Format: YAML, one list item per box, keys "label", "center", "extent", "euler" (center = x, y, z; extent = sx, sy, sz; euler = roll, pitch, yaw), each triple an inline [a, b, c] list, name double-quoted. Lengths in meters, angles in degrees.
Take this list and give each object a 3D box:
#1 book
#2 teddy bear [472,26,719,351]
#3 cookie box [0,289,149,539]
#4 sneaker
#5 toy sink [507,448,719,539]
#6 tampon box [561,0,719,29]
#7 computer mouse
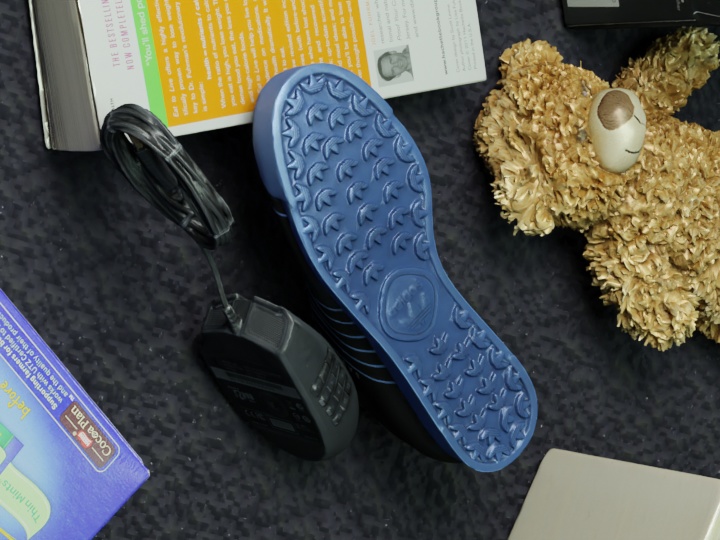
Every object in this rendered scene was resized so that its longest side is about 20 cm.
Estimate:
- label: "book"
  center: [-0.042, -0.130, 1.214]
  extent: [0.200, 0.048, 0.134]
  euler: [-12, 98, -33]
- label: "teddy bear"
  center: [0.143, -0.035, 1.326]
  extent: [0.200, 0.067, 0.145]
  euler: [47, 67, -27]
- label: "cookie box"
  center: [-0.208, 0.084, 1.102]
  extent: [0.200, 0.075, 0.171]
  euler: [-47, 116, -22]
- label: "sneaker"
  center: [0.000, 0.000, 1.226]
  extent: [0.070, 0.078, 0.200]
  euler: [-39, 116, -24]
- label: "toy sink"
  center: [0.121, 0.196, 1.292]
  extent: [0.112, 0.130, 0.200]
  euler: [31, 76, -31]
- label: "tampon box"
  center: [0.195, -0.198, 1.312]
  extent: [0.200, 0.126, 0.150]
  euler: [-15, 102, -32]
- label: "computer mouse"
  center: [-0.049, 0.004, 1.190]
  extent: [0.034, 0.059, 0.200]
  euler: [-51, 136, -27]
